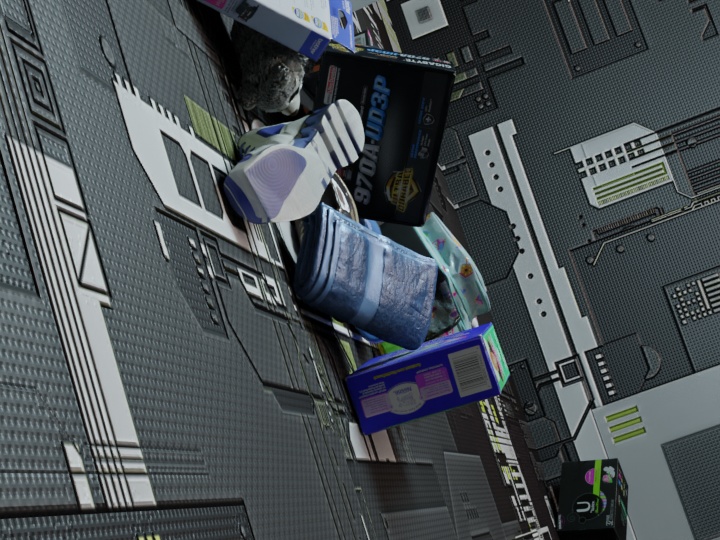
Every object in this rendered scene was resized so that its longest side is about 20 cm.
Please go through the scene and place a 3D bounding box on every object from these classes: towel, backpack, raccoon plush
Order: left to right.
[{"bbox_3d":[-0.133,-0.258,1.623,0.200,0.097,0.134,40,25,1],"label":"raccoon plush"},{"bbox_3d":[0.009,0.011,1.603,0.199,0.048,0.113,27,63,-43],"label":"towel"},{"bbox_3d":[0.090,0.034,1.974,0.176,0.152,0.201,-126,-164,-50],"label":"backpack"}]

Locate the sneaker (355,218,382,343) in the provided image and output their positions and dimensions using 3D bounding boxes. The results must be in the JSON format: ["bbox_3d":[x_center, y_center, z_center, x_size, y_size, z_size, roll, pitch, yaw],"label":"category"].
[{"bbox_3d":[0.000,0.000,1.777,0.082,0.073,0.202,-67,135,-70],"label":"sneaker"}]

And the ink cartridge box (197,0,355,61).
[{"bbox_3d":[-0.099,-0.303,1.596,0.198,0.042,0.120,22,34,-21],"label":"ink cartridge box"}]

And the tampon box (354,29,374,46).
[{"bbox_3d":[-0.007,-0.194,1.965,0.151,0.125,0.201,-95,163,-56],"label":"tampon box"}]

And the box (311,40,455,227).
[{"bbox_3d":[0.017,-0.161,1.697,0.046,0.157,0.202,-94,-166,-64],"label":"box"}]

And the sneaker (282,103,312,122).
[{"bbox_3d":[-0.092,-0.226,1.786,0.090,0.069,0.203,-11,90,-51],"label":"sneaker"}]

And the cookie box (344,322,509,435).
[{"bbox_3d":[0.084,0.126,1.703,0.200,0.169,0.076,-18,90,-80],"label":"cookie box"}]

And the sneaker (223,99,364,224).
[{"bbox_3d":[-0.087,-0.102,1.473,0.199,0.114,0.081,-44,114,-48],"label":"sneaker"}]

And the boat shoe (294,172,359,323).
[{"bbox_3d":[-0.035,-0.037,1.646,0.073,0.074,0.202,-14,83,-81],"label":"boat shoe"}]

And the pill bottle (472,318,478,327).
[{"bbox_3d":[0.110,0.030,2.224,0.114,0.112,0.201,60,13,-47],"label":"pill bottle"}]

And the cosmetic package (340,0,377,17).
[{"bbox_3d":[0.001,-0.598,2.631,0.200,0.198,0.124,54,18,-61],"label":"cosmetic package"}]

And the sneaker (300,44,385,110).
[{"bbox_3d":[0.011,-0.207,1.762,0.199,0.111,0.078,31,55,-44],"label":"sneaker"}]

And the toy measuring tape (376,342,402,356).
[{"bbox_3d":[0.041,0.096,1.849,0.202,0.073,0.074,62,9,1],"label":"toy measuring tape"}]

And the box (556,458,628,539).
[{"bbox_3d":[0.570,0.579,3.501,0.125,0.147,0.201,62,29,-42],"label":"box"}]
